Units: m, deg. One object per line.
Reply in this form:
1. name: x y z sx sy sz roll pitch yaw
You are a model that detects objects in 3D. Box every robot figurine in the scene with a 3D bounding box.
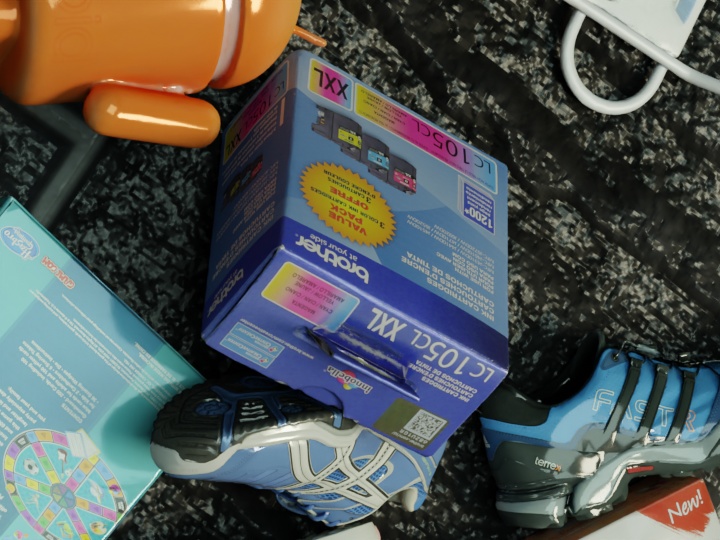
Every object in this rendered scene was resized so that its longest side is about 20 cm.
1. robot figurine: -0.115 -0.139 1.439 0.200 0.144 0.117 -7 129 -21

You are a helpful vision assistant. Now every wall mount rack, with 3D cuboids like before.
1. wall mount rack: 0.202 -0.162 1.585 0.174 0.075 0.200 30 80 -19

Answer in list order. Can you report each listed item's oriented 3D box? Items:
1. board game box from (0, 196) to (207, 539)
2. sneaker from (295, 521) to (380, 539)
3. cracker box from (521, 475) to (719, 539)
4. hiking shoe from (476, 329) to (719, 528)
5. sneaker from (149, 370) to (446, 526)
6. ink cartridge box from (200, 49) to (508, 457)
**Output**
1. board game box: -0.188 0.087 1.445 0.151 0.047 0.200 44 75 -16
2. sneaker: -0.068 0.201 1.475 0.200 0.075 0.105 -15 90 -25
3. cracker box: 0.151 0.225 1.572 0.134 0.058 0.200 -25 98 -20
4. hiking shoe: 0.155 0.068 1.565 0.200 0.074 0.087 -21 98 -20
5. sneaker: -0.023 0.092 1.471 0.200 0.076 0.077 -2 108 -44
6. ink cartridge box: 0.000 0.000 1.443 0.136 0.076 0.200 28 36 -19
